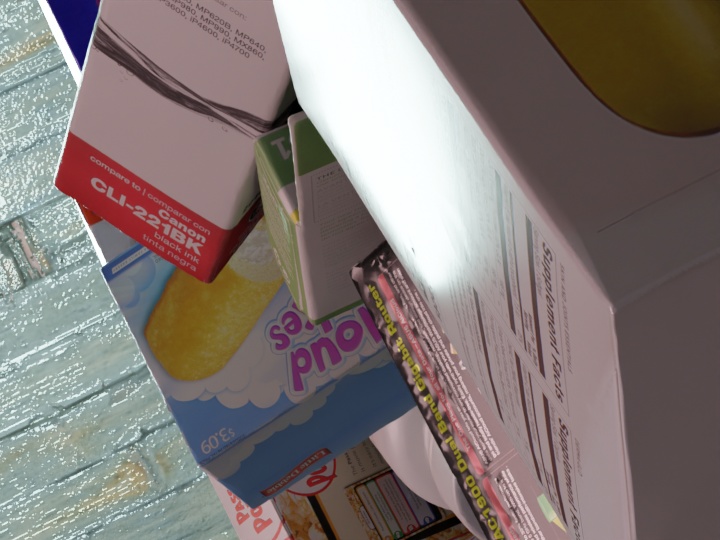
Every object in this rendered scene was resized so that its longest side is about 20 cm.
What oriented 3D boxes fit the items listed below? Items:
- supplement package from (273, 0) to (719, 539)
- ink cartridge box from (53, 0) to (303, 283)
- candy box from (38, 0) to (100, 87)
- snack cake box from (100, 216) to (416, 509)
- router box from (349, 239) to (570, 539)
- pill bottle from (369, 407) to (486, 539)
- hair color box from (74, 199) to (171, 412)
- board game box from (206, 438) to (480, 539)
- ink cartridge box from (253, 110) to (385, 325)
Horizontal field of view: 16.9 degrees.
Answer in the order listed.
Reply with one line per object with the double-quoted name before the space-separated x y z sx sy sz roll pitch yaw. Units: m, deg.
"supplement package" 0.081 -0.051 0.591 0.200 0.151 0.151 59 170 34
"ink cartridge box" -0.037 -0.111 0.957 0.084 0.144 0.200 32 147 5
"candy box" -0.059 -0.112 1.242 0.077 0.169 0.201 -164 49 -84
"snack cake box" 0.000 0.000 1.070 0.115 0.200 0.067 60 -174 30
"router box" 0.096 0.042 0.852 0.150 0.062 0.201 -42 69 45
"pill bottle" 0.054 0.057 1.227 0.115 0.114 0.200 69 171 -28
"hair color box" -0.026 -0.028 1.167 0.064 0.199 0.111 -126 13 -61
"board game box" 0.009 0.091 1.346 0.046 0.200 0.152 -43 70 49
"ink cartridge box" 0.033 -0.058 0.899 0.200 0.145 0.048 85 160 -67
